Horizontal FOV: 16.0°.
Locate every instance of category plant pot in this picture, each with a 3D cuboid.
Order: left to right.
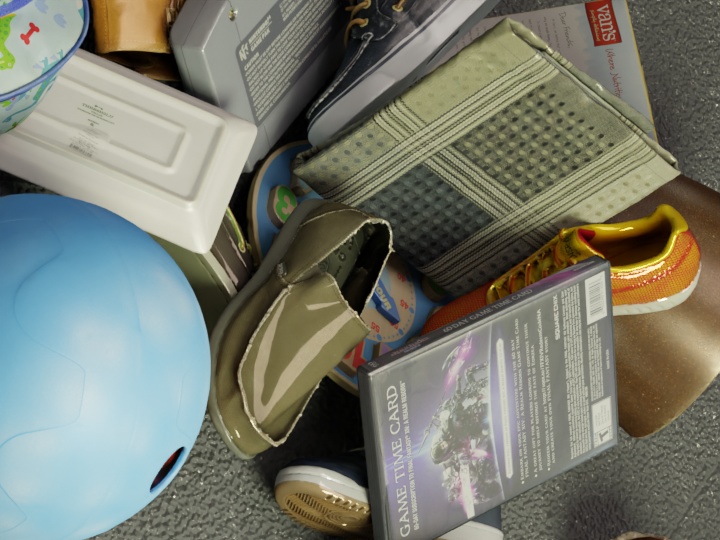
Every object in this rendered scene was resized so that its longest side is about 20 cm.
[{"bbox_3d":[0.171,-0.013,1.840,0.200,0.187,0.187,35,53,-9],"label":"plant pot"}]

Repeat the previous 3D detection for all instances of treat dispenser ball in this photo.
[{"bbox_3d":[-0.185,0.057,1.470,0.200,0.200,0.202,16,64,-36],"label":"treat dispenser ball"}]

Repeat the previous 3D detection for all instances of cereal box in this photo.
[{"bbox_3d":[0.100,-0.113,1.784,0.040,0.199,0.145,79,4,-53],"label":"cereal box"}]

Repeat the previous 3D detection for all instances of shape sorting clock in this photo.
[{"bbox_3d":[0.000,0.000,1.749,0.199,0.039,0.201,26,50,-36],"label":"shape sorting clock"}]

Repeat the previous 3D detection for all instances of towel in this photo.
[{"bbox_3d":[0.085,-0.073,1.701,0.192,0.199,0.035,36,36,-35],"label":"towel"}]

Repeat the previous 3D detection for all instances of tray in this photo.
[{"bbox_3d":[-0.169,-0.093,1.608,0.199,0.022,0.108,23,58,-4],"label":"tray"}]

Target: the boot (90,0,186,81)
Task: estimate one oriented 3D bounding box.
[{"bbox_3d":[-0.109,-0.200,1.733,0.200,0.071,0.145,-2,85,-44],"label":"boot"}]

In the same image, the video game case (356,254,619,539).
[{"bbox_3d":[0.087,0.089,1.663,0.199,0.019,0.144,-23,123,-29],"label":"video game case"}]

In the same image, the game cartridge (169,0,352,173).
[{"bbox_3d":[-0.059,-0.170,1.734,0.200,0.041,0.134,-53,138,-38],"label":"game cartridge"}]

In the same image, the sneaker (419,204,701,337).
[{"bbox_3d":[0.129,0.006,1.727,0.073,0.199,0.077,-111,177,-47],"label":"sneaker"}]

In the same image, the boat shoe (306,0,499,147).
[{"bbox_3d":[0.012,-0.169,1.754,0.091,0.071,0.200,43,66,6],"label":"boat shoe"}]

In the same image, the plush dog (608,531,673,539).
[{"bbox_3d":[0.190,0.309,1.773,0.171,0.161,0.200,-30,66,-29],"label":"plush dog"}]

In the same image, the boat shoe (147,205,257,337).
[{"bbox_3d":[-0.101,-0.015,1.658,0.060,0.072,0.202,-35,96,-39],"label":"boat shoe"}]

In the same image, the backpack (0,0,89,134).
[{"bbox_3d":[-0.259,-0.178,1.510,0.183,0.147,0.200,-34,87,-42],"label":"backpack"}]

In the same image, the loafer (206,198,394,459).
[{"bbox_3d":[-0.036,0.030,1.607,0.075,0.069,0.201,52,47,-36],"label":"loafer"}]

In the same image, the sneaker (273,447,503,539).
[{"bbox_3d":[0.022,0.127,1.714,0.199,0.070,0.109,23,65,-41],"label":"sneaker"}]
